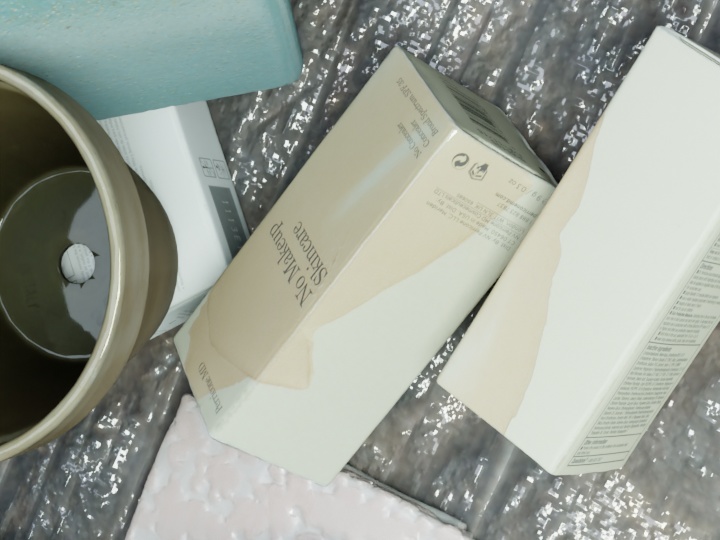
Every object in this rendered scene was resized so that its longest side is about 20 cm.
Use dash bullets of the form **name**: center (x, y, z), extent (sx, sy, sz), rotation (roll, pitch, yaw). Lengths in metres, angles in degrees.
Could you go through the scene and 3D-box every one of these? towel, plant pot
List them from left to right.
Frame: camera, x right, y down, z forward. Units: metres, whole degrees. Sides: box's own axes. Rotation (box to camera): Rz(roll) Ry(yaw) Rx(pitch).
- **plant pot**: center (-0.180, -0.004, 0.924), extent (0.199, 0.174, 0.201), rotation (0, 90, 15)
- **plant pot**: center (-0.140, -0.197, 0.916), extent (0.196, 0.200, 0.196), rotation (-12, 81, -5)
- **towel**: center (-0.049, 0.188, 0.979), extent (0.200, 0.032, 0.191), rotation (25, 98, 28)

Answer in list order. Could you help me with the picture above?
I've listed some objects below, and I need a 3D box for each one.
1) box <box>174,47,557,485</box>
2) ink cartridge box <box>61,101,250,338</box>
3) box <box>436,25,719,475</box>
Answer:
- **box**: center (0.000, 0.000, 0.910), extent (0.200, 0.078, 0.095), rotation (-52, 34, 15)
- **ink cartridge box**: center (-0.163, -0.051, 1.051), extent (0.173, 0.044, 0.200), rotation (-26, 76, 27)
- **box**: center (0.133, -0.006, 0.854), extent (0.078, 0.095, 0.200), rotation (37, 103, 26)
